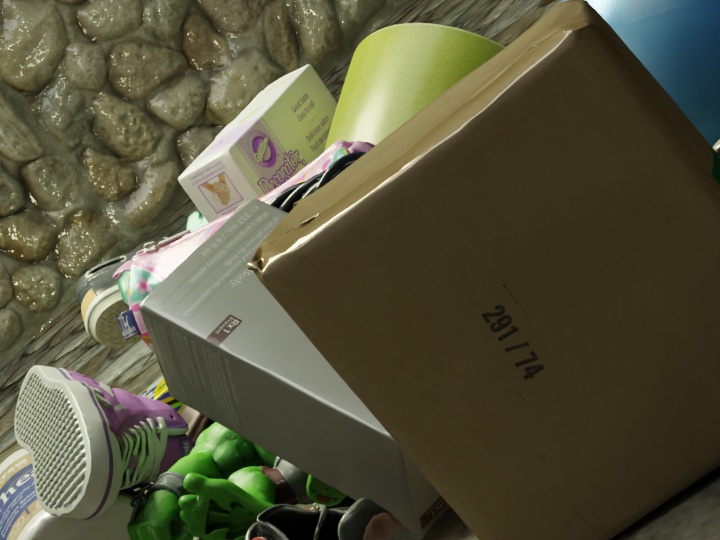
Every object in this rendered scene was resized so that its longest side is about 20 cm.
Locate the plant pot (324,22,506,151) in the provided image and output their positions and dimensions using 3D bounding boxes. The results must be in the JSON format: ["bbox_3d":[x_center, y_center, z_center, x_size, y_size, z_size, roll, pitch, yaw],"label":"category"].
[{"bbox_3d":[0.041,-0.036,1.433,0.187,0.187,0.201,-24,35,56],"label":"plant pot"}]

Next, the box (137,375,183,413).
[{"bbox_3d":[-0.111,0.089,1.676,0.200,0.064,0.070,-40,10,0],"label":"box"}]

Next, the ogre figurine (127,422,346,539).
[{"bbox_3d":[-0.042,0.110,1.245,0.200,0.098,0.120,-39,14,14],"label":"ogre figurine"}]

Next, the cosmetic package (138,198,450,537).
[{"bbox_3d":[-0.014,0.051,1.136,0.199,0.091,0.107,22,53,34],"label":"cosmetic package"}]

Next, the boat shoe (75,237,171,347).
[{"bbox_3d":[-0.133,0.001,1.602,0.199,0.075,0.062,-20,42,-24],"label":"boat shoe"}]

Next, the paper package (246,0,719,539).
[{"bbox_3d":[0.088,0.008,0.927,0.190,0.200,0.104,-36,10,19],"label":"paper package"}]

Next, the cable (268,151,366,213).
[{"bbox_3d":[0.000,0.000,1.258,0.162,0.201,0.051,-6,48,14],"label":"cable"}]

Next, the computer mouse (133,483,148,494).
[{"bbox_3d":[-0.191,0.206,1.536,0.140,0.046,0.200,-25,12,36],"label":"computer mouse"}]

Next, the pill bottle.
[{"bbox_3d":[-0.200,0.181,1.388,0.111,0.111,0.200,-41,19,-9],"label":"pill bottle"}]

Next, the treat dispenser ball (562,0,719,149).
[{"bbox_3d":[0.207,-0.129,1.086,0.200,0.201,0.201,-38,10,8],"label":"treat dispenser ball"}]

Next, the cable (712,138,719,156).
[{"bbox_3d":[0.131,0.020,1.028,0.199,0.097,0.050,-33,-4,21],"label":"cable"}]

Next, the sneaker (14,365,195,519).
[{"bbox_3d":[-0.149,0.111,1.291,0.200,0.114,0.073,-135,64,-69],"label":"sneaker"}]

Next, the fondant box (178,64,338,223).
[{"bbox_3d":[-0.030,-0.032,1.517,0.058,0.200,0.144,-26,16,37],"label":"fondant box"}]

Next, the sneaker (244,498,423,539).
[{"bbox_3d":[-0.028,0.152,1.055,0.200,0.082,0.077,-26,16,51],"label":"sneaker"}]

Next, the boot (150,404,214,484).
[{"bbox_3d":[-0.092,0.087,1.422,0.167,0.072,0.201,-60,-17,-52],"label":"boot"}]

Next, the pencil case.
[{"bbox_3d":[-0.064,-0.011,1.337,0.199,0.088,0.088,-27,14,19],"label":"pencil case"}]

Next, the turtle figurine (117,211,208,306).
[{"bbox_3d":[-0.084,0.037,1.557,0.150,0.200,0.101,-47,43,4],"label":"turtle figurine"}]
